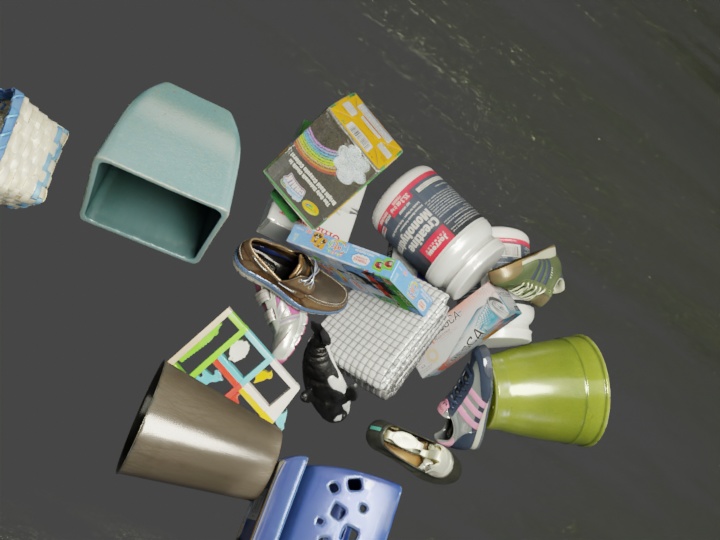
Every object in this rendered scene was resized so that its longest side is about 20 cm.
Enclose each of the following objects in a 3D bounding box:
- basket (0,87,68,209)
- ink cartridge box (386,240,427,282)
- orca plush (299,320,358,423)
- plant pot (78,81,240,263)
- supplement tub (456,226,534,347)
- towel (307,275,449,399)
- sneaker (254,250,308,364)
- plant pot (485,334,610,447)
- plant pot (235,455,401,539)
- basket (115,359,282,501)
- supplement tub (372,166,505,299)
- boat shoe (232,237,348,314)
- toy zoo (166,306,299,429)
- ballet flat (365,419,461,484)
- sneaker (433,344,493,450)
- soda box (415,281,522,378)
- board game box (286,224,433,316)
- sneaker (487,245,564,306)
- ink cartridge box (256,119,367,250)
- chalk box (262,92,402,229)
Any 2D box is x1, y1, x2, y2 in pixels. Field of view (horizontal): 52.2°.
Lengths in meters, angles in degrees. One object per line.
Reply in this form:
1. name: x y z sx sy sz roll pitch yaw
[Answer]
1. basket: -0.533 -0.180 1.030 0.200 0.138 0.178 37 60 -46
2. ink cartridge box: 0.093 0.000 1.339 0.099 0.039 0.202 18 69 -19
3. orca plush: -0.061 0.180 1.151 0.105 0.201 0.071 28 50 20
4. plant pot: -0.292 -0.165 1.127 0.195 0.196 0.201 22 59 -18
5. supplement tub: 0.244 0.032 1.341 0.139 0.140 0.202 6 75 -23
6. towel: 0.035 0.095 1.213 0.200 0.165 0.086 -49 144 -19
7. sneaker: -0.135 0.053 1.203 0.088 0.081 0.202 14 63 -19
8. plant pot: 0.306 0.214 1.309 0.191 0.200 0.202 1 76 -12
9. plant pot: -0.075 0.380 1.081 0.179 0.200 0.201 24 69 -10
10. basket: -0.226 0.245 1.066 0.199 0.136 0.181 26 39 -16
11. supplement tub: 0.131 -0.064 1.241 0.140 0.141 0.200 -37 73 -27
12. boat shoe: -0.101 0.010 1.146 0.199 0.072 0.073 23 61 -17
13. toy zoo: -0.187 0.174 1.144 0.131 0.020 0.200 -40 96 0
14. ballet flat: 0.100 0.312 1.244 0.199 0.068 0.068 26 67 -17
15. sneaker: 0.176 0.221 1.261 0.081 0.070 0.202 3 109 -9
16. soda box: 0.173 0.103 1.255 0.063 0.200 0.069 2 52 -57
17. board game box: 0.000 0.000 1.143 0.037 0.199 0.151 -61 147 -11
18. sneaker: 0.292 0.019 1.242 0.199 0.067 0.091 -18 87 -49
19. ink cartridge box: -0.076 -0.133 1.269 0.145 0.084 0.201 25 68 -16
20. chalk box: -0.056 -0.158 1.150 0.125 0.200 0.124 50 31 -5
